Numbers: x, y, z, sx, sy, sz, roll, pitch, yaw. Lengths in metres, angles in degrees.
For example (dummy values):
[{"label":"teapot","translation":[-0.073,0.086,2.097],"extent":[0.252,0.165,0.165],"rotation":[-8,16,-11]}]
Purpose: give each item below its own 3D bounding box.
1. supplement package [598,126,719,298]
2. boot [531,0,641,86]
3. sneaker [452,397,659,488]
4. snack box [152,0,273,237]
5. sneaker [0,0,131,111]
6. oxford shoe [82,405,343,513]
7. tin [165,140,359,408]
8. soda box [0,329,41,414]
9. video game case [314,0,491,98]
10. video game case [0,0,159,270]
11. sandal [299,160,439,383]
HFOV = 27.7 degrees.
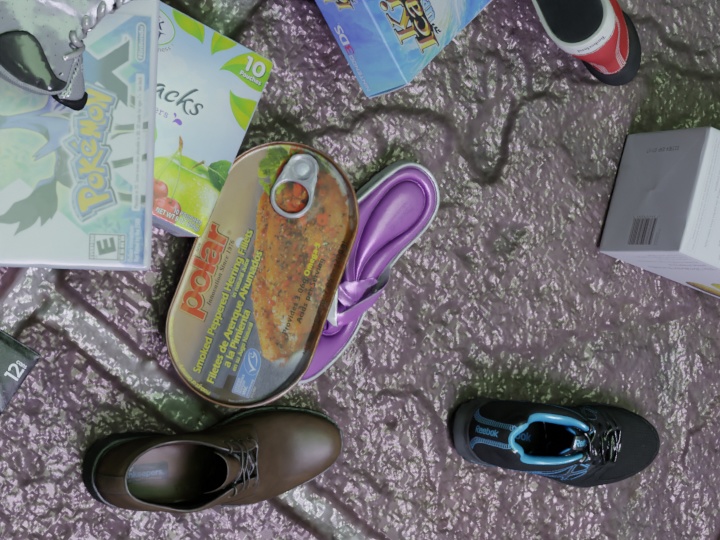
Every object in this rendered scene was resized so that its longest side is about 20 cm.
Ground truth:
[{"label":"supplement package","translation":[0.327,-0.037,1.260],"extent":[0.199,0.114,0.110],"rotation":[19,82,-26]},{"label":"boot","translation":[0.169,-0.250,1.203],"extent":[0.144,0.072,0.201],"rotation":[18,50,-64]},{"label":"sneaker","translation":[0.176,0.147,1.210],"extent":[0.199,0.082,0.074],"rotation":[5,88,-29]},{"label":"snack box","translation":[-0.179,-0.127,1.028],"extent":[0.200,0.053,0.143],"rotation":[25,80,-24]},{"label":"sneaker","translation":[-0.171,-0.165,0.945],"extent":[0.199,0.075,0.116],"rotation":[-12,99,-13]},{"label":"oxford shoe","translation":[-0.094,0.145,1.070],"extent":[0.199,0.084,0.073],"rotation":[-9,95,-28]},{"label":"tin","translation":[-0.073,0.003,1.078],"extent":[0.112,0.042,0.201],"rotation":[21,83,-5]},{"label":"soda box","translation":[-0.266,0.057,0.909],"extent":[0.063,0.200,0.071],"rotation":[38,75,-22]},{"label":"video game case","translation":[0.019,-0.260,1.088],"extent":[0.181,0.045,0.200],"rotation":[-48,116,-41]},{"label":"video game case","translation":[-0.225,-0.102,0.966],"extent":[0.182,0.022,0.201],"rotation":[2,90,-23]},{"label":"sandal","translation":[-0.005,-0.004,1.126],"extent":[0.082,0.050,0.203],"rotation":[39,75,-23]}]
